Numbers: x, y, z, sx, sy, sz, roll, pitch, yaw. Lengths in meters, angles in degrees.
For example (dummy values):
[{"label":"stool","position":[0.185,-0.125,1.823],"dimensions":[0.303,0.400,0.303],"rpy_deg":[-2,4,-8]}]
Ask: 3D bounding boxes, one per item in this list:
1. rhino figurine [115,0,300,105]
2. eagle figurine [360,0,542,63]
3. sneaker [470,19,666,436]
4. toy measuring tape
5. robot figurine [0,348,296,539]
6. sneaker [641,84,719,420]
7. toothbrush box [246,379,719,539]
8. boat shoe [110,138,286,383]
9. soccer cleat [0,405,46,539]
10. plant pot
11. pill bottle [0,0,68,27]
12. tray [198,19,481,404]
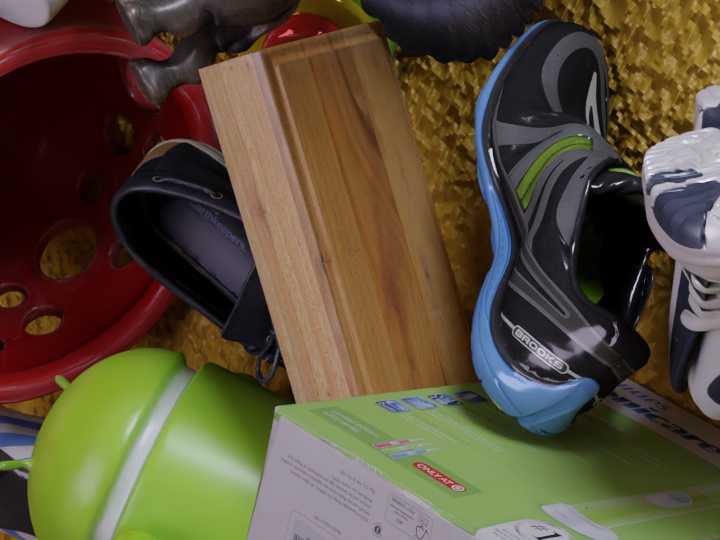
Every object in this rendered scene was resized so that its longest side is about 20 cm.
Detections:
[{"label":"rhino figurine","position":[-0.091,-0.177,1.156],"dimensions":[0.201,0.087,0.060],"rpy_deg":[64,166,1]},{"label":"eagle figurine","position":[0.014,-0.187,1.110],"dimensions":[0.150,0.200,0.152],"rpy_deg":[22,84,21]},{"label":"sneaker","position":[0.091,-0.023,1.111],"dimensions":[0.083,0.071,0.200],"rpy_deg":[-27,39,29]},{"label":"toy measuring tape","position":[-0.024,-0.081,1.275],"dimensions":[0.074,0.073,0.200],"rpy_deg":[48,141,32]},{"label":"robot figurine","position":[-0.061,0.109,1.248],"dimensions":[0.199,0.176,0.116],"rpy_deg":[25,120,3]},{"label":"sneaker","position":[0.150,0.008,1.022],"dimensions":[0.079,0.199,0.130],"rpy_deg":[-6,103,8]},{"label":"toothbrush box","position":[0.075,0.109,1.080],"dimensions":[0.145,0.200,0.086],"rpy_deg":[28,114,40]},{"label":"boat shoe","position":[-0.033,0.014,1.255],"dimensions":[0.200,0.062,0.075],"rpy_deg":[37,121,13]},{"label":"soccer cleat","position":[-0.131,0.117,1.392],"dimensions":[0.200,0.086,0.070],"rpy_deg":[28,120,15]},{"label":"plant pot","position":[-0.196,-0.063,1.347],"dimensions":[0.182,0.200,0.201],"rpy_deg":[38,119,40]},{"label":"pill bottle","position":[-0.116,-0.212,1.243],"dimensions":[0.114,0.114,0.200],"rpy_deg":[17,63,44]},{"label":"tray","position":[0.000,0.000,1.169],"dimensions":[0.037,0.099,0.201],"rpy_deg":[-15,93,33]}]
